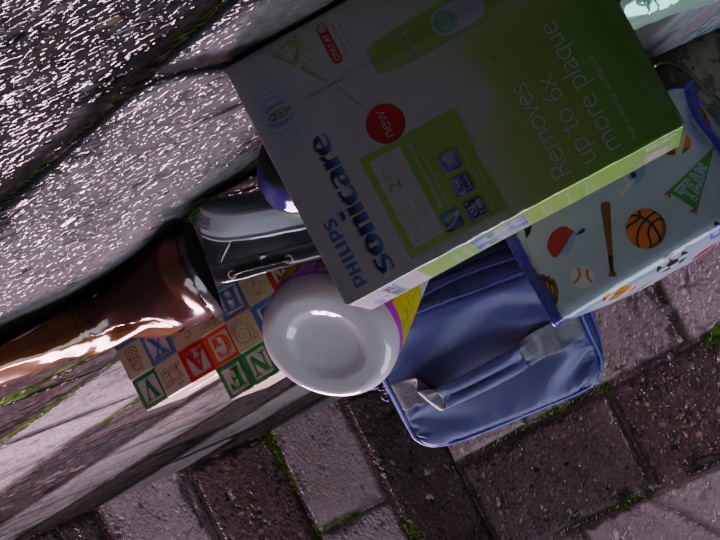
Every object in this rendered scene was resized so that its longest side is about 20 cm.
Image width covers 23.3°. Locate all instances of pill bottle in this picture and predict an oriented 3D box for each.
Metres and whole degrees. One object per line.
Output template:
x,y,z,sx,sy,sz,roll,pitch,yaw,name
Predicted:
0.000,0.000,1.348,0.104,0.104,0.200,-32,-160,32,pill bottle

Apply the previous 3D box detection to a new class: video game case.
0.276,-0.209,1.212,0.182,0.022,0.200,-25,173,-23,video game case

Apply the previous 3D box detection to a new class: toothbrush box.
0.053,-0.088,0.942,0.200,0.146,0.086,-28,174,8,toothbrush box

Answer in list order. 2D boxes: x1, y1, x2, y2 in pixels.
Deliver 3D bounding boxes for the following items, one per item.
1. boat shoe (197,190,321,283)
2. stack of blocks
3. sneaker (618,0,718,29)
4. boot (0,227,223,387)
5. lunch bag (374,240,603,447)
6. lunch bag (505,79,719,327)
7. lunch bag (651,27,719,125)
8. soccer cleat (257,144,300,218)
-0.014,-0.025,1.237,0.200,0.066,0.070,-9,-161,-14,boat shoe
-0.107,0.046,1.452,0.200,0.115,0.059,-31,172,30,stack of blocks
0.159,-0.171,1.010,0.200,0.074,0.118,-30,179,40,sneaker
-0.208,0.034,1.303,0.200,0.069,0.188,-19,179,-10,boot
0.095,0.054,1.460,0.200,0.136,0.132,-24,-157,8,lunch bag
0.190,-0.050,1.253,0.170,0.124,0.200,-29,174,12,lunch bag
0.276,-0.148,1.420,0.168,0.139,0.200,-56,-170,-31,lunch bag
0.027,-0.089,1.144,0.200,0.065,0.084,-20,156,-7,soccer cleat
